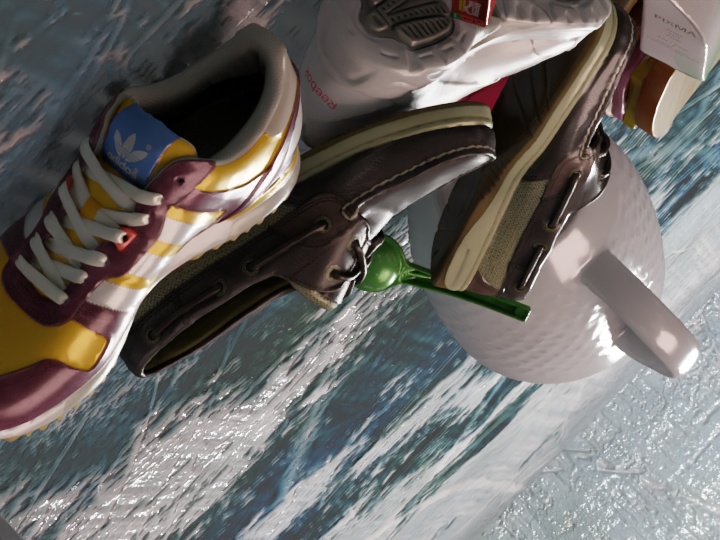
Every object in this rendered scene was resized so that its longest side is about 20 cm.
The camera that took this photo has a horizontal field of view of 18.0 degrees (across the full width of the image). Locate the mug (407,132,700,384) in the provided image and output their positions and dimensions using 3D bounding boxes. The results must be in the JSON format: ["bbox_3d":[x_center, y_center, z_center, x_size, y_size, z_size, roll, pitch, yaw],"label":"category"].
[{"bbox_3d":[0.119,-0.008,1.339,0.148,0.200,0.175,-47,160,-4],"label":"mug"}]

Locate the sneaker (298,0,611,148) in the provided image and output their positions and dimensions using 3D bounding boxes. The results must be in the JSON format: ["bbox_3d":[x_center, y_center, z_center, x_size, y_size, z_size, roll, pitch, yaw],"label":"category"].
[{"bbox_3d":[0.035,-0.109,1.064,0.200,0.078,0.099,-20,160,-44],"label":"sneaker"}]

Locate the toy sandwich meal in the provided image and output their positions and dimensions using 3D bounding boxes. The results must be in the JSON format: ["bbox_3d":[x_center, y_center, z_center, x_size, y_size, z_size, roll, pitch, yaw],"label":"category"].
[{"bbox_3d":[0.220,-0.176,1.426,0.205,0.070,0.205,-43,167,-12],"label":"toy sandwich meal"}]

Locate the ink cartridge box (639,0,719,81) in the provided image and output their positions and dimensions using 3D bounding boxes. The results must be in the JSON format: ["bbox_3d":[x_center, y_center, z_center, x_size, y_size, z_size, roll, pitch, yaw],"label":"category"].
[{"bbox_3d":[0.205,-0.207,1.232,0.161,0.050,0.200,-63,171,-8],"label":"ink cartridge box"}]

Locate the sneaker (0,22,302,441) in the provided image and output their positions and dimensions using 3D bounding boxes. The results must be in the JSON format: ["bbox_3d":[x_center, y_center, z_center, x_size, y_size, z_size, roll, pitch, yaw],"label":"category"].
[{"bbox_3d":[-0.101,-0.021,0.899,0.200,0.075,0.090,-47,161,-25],"label":"sneaker"}]

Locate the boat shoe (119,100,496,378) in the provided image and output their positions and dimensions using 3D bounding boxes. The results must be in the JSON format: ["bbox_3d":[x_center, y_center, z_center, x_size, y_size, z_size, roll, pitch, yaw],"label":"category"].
[{"bbox_3d":[-0.025,-0.012,1.020,0.201,0.066,0.072,-24,168,9],"label":"boat shoe"}]

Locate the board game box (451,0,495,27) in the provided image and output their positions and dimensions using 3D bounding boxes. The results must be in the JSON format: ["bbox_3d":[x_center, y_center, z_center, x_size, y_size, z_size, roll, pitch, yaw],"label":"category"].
[{"bbox_3d":[0.063,-0.183,0.912,0.200,0.019,0.103,89,19,-73],"label":"board game box"}]

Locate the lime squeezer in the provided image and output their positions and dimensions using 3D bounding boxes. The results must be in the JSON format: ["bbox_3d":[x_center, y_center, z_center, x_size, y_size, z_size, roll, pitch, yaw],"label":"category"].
[{"bbox_3d":[0.000,0.000,1.235,0.200,0.071,0.038,3,105,-37],"label":"lime squeezer"}]

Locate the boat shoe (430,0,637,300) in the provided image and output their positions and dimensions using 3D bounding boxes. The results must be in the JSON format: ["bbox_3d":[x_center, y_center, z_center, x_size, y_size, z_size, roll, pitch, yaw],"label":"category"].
[{"bbox_3d":[0.100,-0.062,1.190,0.073,0.065,0.200,-88,-159,-43],"label":"boat shoe"}]

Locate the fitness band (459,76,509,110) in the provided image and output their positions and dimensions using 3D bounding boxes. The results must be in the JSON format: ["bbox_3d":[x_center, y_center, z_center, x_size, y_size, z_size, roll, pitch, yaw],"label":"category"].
[{"bbox_3d":[0.101,-0.143,1.225,0.200,0.037,0.144,-36,164,-42],"label":"fitness band"}]

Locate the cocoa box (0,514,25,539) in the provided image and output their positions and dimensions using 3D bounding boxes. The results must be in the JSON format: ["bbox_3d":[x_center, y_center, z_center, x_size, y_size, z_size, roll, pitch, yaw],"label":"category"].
[{"bbox_3d":[-0.237,0.132,0.778,0.200,0.131,0.133,-52,166,29],"label":"cocoa box"}]
